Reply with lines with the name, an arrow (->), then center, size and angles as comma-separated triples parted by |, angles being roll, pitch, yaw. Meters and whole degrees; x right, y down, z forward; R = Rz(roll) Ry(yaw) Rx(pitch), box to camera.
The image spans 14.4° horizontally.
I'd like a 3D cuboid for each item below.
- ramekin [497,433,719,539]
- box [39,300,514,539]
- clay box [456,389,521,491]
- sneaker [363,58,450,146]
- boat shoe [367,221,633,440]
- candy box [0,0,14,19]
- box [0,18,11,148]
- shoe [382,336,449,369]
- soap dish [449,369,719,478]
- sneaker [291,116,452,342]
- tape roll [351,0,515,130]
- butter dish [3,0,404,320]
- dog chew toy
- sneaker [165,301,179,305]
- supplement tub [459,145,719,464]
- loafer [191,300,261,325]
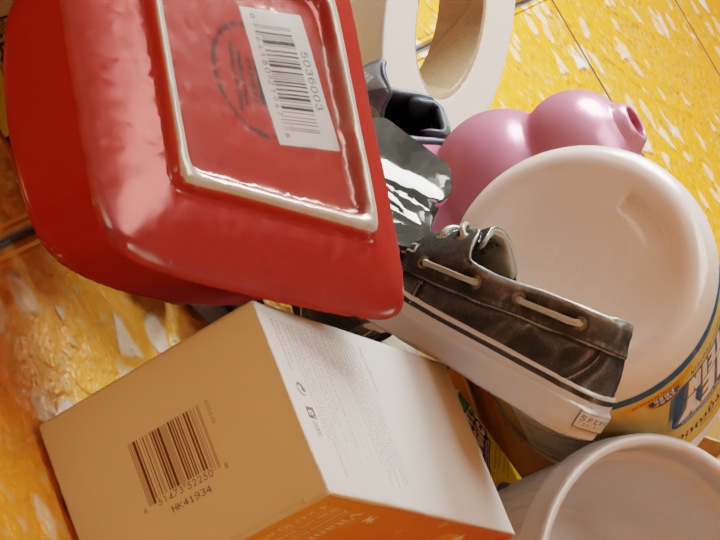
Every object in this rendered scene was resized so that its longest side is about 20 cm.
ramekin -> 0.131, 0.193, 1.535 | 0.199, 0.105, 0.201 | 12, 71, -38
box -> -0.035, 0.098, 1.324 | 0.200, 0.124, 0.098 | 20, 44, -61
clay box -> 0.073, 0.157, 1.626 | 0.200, 0.047, 0.115 | 55, 20, -16
sneaker -> 0.031, -0.063, 1.791 | 0.200, 0.081, 0.074 | 37, 29, -48
boat shoe -> 0.055, 0.012, 1.404 | 0.200, 0.071, 0.072 | 30, 5, 31
candy box -> -0.167, -0.212, 1.343 | 0.168, 0.199, 0.072 | 64, -23, 13
box -> -0.161, -0.125, 1.410 | 0.201, 0.075, 0.050 | 62, 20, 3
shoe -> 0.000, 0.067, 1.553 | 0.053, 0.070, 0.200 | 39, 23, 5
soap dish -> 0.129, 0.063, 1.759 | 0.081, 0.157, 0.201 | 14, 46, -42
sneaker -> 0.000, 0.000, 1.556 | 0.080, 0.087, 0.200 | 31, 28, -1
tape roll -> 0.045, -0.167, 1.874 | 0.203, 0.037, 0.204 | -36, 131, -54
butter dish -> -0.095, -0.060, 1.303 | 0.199, 0.148, 0.201 | 13, 58, -47
dog chew toy -> 0.081, -0.038, 1.694 | 0.125, 0.200, 0.125 | 47, 24, -29
sneaker -> -0.089, -0.089, 1.481 | 0.076, 0.114, 0.200 | 36, 26, -50
supplement tub -> 0.133, 0.030, 1.577 | 0.200, 0.144, 0.145 | 59, 8, -67
loafer -> -0.052, -0.033, 1.564 | 0.072, 0.063, 0.200 | 51, 21, -17
